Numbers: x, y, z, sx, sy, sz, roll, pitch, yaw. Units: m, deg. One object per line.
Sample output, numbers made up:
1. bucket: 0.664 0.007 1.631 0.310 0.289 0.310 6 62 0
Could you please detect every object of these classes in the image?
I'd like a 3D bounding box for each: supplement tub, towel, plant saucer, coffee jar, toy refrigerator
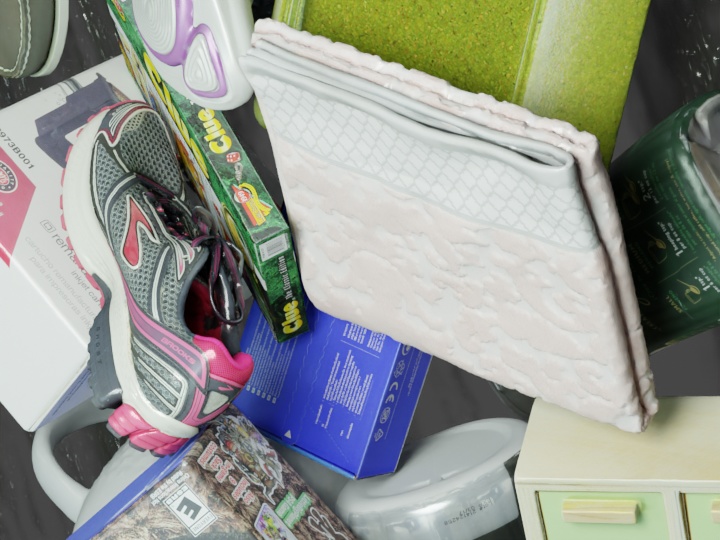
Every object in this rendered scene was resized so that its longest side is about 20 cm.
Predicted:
1. supplement tub: 0.074 0.192 1.468 0.122 0.123 0.200 -10 105 42
2. towel: 0.040 -0.017 1.276 0.200 0.032 0.191 22 147 32
3. plant saucer: 0.034 -0.122 1.288 0.200 0.048 0.200 25 116 27
4. coffee jar: 0.131 -0.003 1.342 0.200 0.085 0.104 -32 91 44
5. toy refrigerator: 0.182 0.111 1.321 0.200 0.070 0.076 0 128 17

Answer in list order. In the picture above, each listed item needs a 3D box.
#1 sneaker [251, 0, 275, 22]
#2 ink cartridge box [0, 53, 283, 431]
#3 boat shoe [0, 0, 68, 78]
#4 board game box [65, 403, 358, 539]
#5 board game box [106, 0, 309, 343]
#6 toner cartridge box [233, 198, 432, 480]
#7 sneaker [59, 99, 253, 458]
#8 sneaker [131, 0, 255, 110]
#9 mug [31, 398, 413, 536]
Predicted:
1. sneaker: -0.110 -0.189 1.466 0.200 0.072 0.083 44 157 13
2. ink cartridge box: -0.145 -0.024 1.476 0.145 0.200 0.084 49 131 7
3. boat shoe: -0.215 -0.199 1.533 0.072 0.060 0.202 11 119 35
4. board game box: -0.067 0.200 1.383 0.159 0.097 0.200 -41 95 19
5. board game box: -0.082 -0.066 1.411 0.200 0.023 0.105 60 168 30
6. toner cartridge box: 0.000 0.000 1.430 0.095 0.043 0.200 25 104 28
7. sneaker: -0.095 -0.004 1.369 0.075 0.081 0.200 -36 52 30
8. sneaker: -0.071 -0.165 1.361 0.075 0.100 0.200 -58 41 44
9. mug: -0.094 0.128 1.532 0.200 0.175 0.148 30 129 23
